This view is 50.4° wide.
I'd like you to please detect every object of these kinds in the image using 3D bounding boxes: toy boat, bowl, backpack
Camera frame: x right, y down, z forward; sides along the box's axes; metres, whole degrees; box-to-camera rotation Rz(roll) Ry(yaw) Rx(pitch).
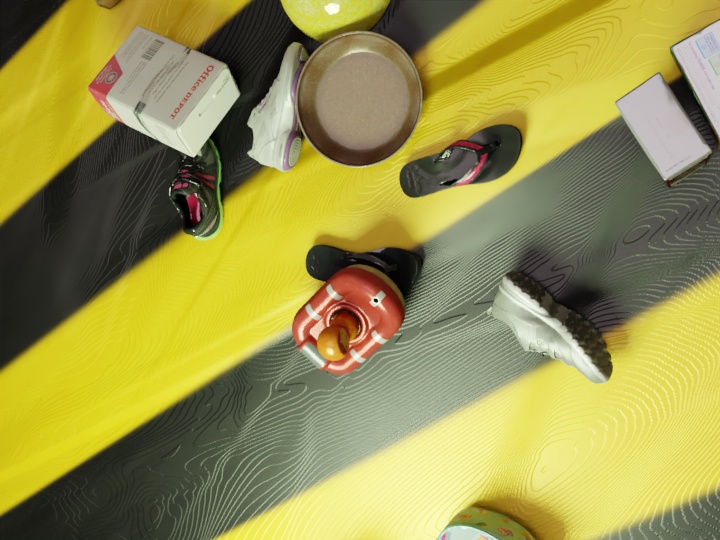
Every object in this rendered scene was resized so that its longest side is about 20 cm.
[{"bbox_3d":[-0.026,0.087,1.149,0.130,0.131,0.200,43,120,-6],"label":"toy boat"},{"bbox_3d":[-0.055,-0.457,1.155,0.198,0.107,0.203,2,94,25],"label":"bowl"},{"bbox_3d":[0.169,0.457,1.102,0.174,0.153,0.202,21,96,26],"label":"backpack"}]

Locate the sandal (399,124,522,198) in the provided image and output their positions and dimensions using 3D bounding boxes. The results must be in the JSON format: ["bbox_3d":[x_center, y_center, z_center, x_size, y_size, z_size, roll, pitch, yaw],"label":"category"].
[{"bbox_3d":[0.143,-0.155,1.121,0.198,0.045,0.076,-19,86,24],"label":"sandal"}]

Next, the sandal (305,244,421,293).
[{"bbox_3d":[0.000,0.001,1.199,0.198,0.043,0.077,3,95,24],"label":"sandal"}]

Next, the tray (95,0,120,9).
[{"bbox_3d":[-0.461,-0.585,1.367,0.098,0.037,0.202,-26,82,24],"label":"tray"}]

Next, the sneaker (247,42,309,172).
[{"bbox_3d":[-0.135,-0.265,1.222,0.099,0.075,0.203,16,100,22],"label":"sneaker"}]

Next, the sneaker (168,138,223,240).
[{"bbox_3d":[-0.281,-0.152,1.292,0.076,0.084,0.203,-12,89,23],"label":"sneaker"}]

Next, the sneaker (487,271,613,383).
[{"bbox_3d":[0.268,0.091,1.081,0.200,0.074,0.082,44,124,21],"label":"sneaker"}]

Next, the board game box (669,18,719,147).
[{"bbox_3d":[0.514,-0.262,0.949,0.199,0.040,0.155,-27,83,23],"label":"board game box"}]

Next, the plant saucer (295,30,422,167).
[{"bbox_3d":[-0.001,-0.260,1.170,0.198,0.037,0.203,2,97,13],"label":"plant saucer"}]

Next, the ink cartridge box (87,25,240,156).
[{"bbox_3d":[-0.323,-0.298,1.269,0.198,0.085,0.146,27,73,20],"label":"ink cartridge box"}]

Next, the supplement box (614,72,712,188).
[{"bbox_3d":[0.371,-0.165,0.933,0.061,0.200,0.110,-33,81,21],"label":"supplement box"}]
